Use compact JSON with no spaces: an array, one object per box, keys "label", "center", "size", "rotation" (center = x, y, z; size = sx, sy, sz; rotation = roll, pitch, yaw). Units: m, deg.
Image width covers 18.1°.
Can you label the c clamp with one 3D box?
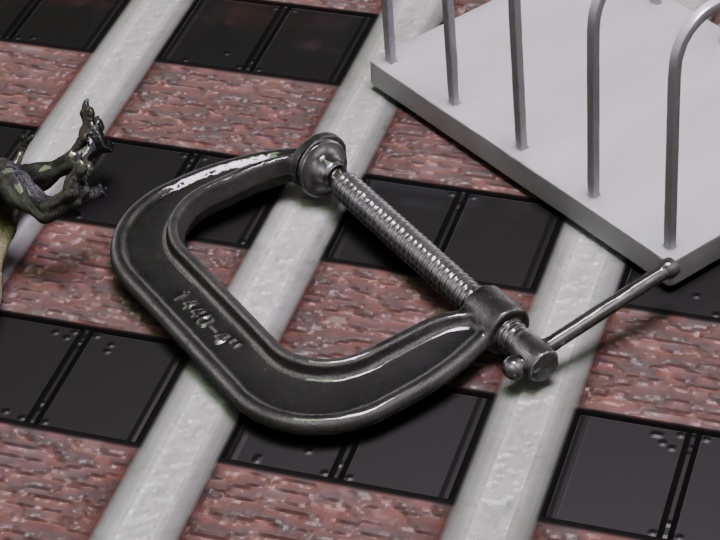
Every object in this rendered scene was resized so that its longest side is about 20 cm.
[{"label":"c clamp","center":[0.000,0.000,0.918],"size":[0.170,0.027,0.200],"rotation":[-33,48,-24]}]

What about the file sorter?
[{"label":"file sorter","center":[0.115,-0.115,0.968],"size":[0.138,0.125,0.200],"rotation":[-28,45,-26]}]

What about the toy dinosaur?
[{"label":"toy dinosaur","center":[-0.150,-0.033,0.952],"size":[0.088,0.048,0.201],"rotation":[-23,42,5]}]
